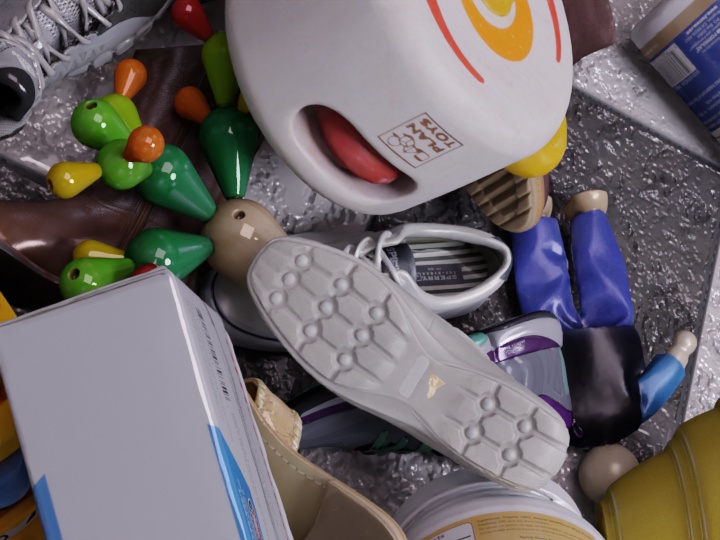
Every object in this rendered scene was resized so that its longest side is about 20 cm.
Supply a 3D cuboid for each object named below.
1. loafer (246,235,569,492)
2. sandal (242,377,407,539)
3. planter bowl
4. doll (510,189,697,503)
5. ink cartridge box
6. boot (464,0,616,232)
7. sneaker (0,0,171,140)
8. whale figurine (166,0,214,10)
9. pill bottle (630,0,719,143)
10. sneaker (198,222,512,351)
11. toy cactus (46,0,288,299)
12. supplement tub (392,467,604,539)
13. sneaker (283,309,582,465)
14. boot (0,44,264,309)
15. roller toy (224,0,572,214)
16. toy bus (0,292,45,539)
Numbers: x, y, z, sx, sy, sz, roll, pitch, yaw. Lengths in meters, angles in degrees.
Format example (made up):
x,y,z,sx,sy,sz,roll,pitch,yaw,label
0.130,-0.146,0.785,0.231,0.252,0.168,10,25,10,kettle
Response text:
x,y,z,sx,sy,sz,roll,pitch,yaw,label
0.024,0.052,0.897,0.199,0.070,0.070,38,86,3,loafer
-0.058,0.103,0.896,0.211,0.070,0.078,38,97,13,sandal
0.184,0.178,0.972,0.082,0.201,0.203,-5,68,3,planter bowl
0.150,0.050,1.061,0.135,0.049,0.202,-4,72,-9,doll
-0.091,0.090,0.758,0.083,0.200,0.147,-18,83,-1,ink cartridge box
0.121,-0.137,1.078,0.165,0.072,0.202,-18,92,-42,boot
-0.168,-0.124,0.903,0.199,0.116,0.075,-37,114,2,sneaker
-0.089,-0.208,1.034,0.198,0.105,0.159,11,26,-39,whale figurine
0.295,-0.131,1.172,0.200,0.111,0.111,49,58,0,pill bottle
0.000,0.000,1.000,0.198,0.071,0.074,-9,73,-26,sneaker
-0.086,-0.046,0.914,0.165,0.102,0.201,41,44,-23,toy cactus
0.079,0.211,0.865,0.143,0.146,0.201,21,25,-16,supplement tub
0.043,0.090,0.978,0.198,0.074,0.089,-17,88,-19,sneaker
-0.154,-0.069,0.962,0.185,0.064,0.202,31,60,-21,boot
0.029,-0.133,0.921,0.182,0.139,0.202,-21,90,-54,roller toy
-0.209,0.060,0.806,0.135,0.192,0.201,-35,88,-34,toy bus
